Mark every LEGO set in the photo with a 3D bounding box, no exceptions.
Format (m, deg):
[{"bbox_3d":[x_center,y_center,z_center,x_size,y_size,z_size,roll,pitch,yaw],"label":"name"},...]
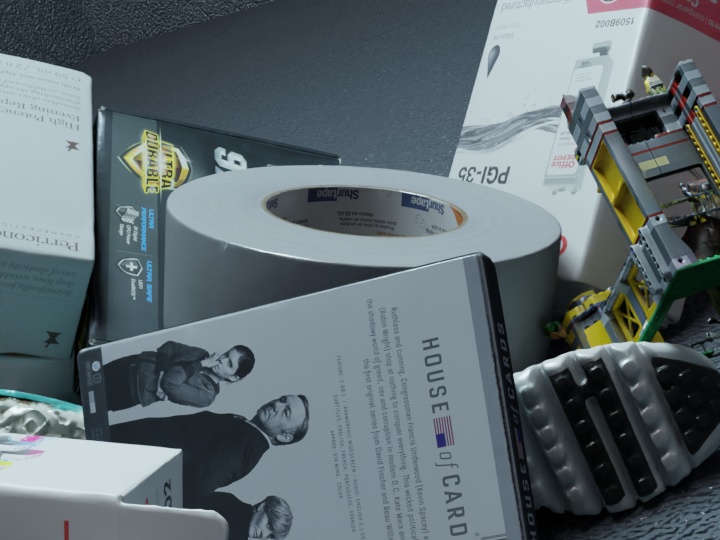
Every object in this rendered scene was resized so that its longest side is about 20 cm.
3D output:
[{"bbox_3d":[0.171,-0.037,0.725,0.199,0.116,0.154,-20,-27,-7],"label":"LEGO set"}]

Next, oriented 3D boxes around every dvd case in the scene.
[{"bbox_3d":[-0.026,0.087,0.652,0.199,0.151,0.025,-14,-15,22],"label":"dvd case"}]

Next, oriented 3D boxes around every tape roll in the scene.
[{"bbox_3d":[0.000,0.000,0.779,0.199,0.067,0.200,3,17,-1],"label":"tape roll"}]

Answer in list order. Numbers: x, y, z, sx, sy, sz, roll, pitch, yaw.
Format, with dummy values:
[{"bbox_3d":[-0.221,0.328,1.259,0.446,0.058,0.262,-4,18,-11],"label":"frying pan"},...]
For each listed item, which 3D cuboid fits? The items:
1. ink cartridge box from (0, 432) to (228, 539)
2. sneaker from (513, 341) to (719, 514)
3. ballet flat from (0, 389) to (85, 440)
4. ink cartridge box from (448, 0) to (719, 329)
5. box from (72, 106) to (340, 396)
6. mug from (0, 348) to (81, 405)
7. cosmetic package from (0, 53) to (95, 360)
[{"bbox_3d":[-0.136,0.131,0.623,0.198,0.116,0.068,4,11,15],"label":"ink cartridge box"},{"bbox_3d":[0.067,0.079,0.696,0.199,0.076,0.081,-19,6,3],"label":"sneaker"},{"bbox_3d":[-0.100,0.107,0.768,0.198,0.072,0.072,10,11,-12],"label":"ballet flat"},{"bbox_3d":[0.131,-0.078,0.880,0.082,0.201,0.146,20,-8,-32],"label":"ink cartridge box"},{"bbox_3d":[-0.083,-0.003,0.896,0.158,0.046,0.201,11,42,-17],"label":"box"},{"bbox_3d":[-0.217,0.053,0.935,0.148,0.154,0.187,21,33,3],"label":"mug"},{"bbox_3d":[-0.206,-0.044,0.875,0.101,0.074,0.201,9,33,-18],"label":"cosmetic package"}]
